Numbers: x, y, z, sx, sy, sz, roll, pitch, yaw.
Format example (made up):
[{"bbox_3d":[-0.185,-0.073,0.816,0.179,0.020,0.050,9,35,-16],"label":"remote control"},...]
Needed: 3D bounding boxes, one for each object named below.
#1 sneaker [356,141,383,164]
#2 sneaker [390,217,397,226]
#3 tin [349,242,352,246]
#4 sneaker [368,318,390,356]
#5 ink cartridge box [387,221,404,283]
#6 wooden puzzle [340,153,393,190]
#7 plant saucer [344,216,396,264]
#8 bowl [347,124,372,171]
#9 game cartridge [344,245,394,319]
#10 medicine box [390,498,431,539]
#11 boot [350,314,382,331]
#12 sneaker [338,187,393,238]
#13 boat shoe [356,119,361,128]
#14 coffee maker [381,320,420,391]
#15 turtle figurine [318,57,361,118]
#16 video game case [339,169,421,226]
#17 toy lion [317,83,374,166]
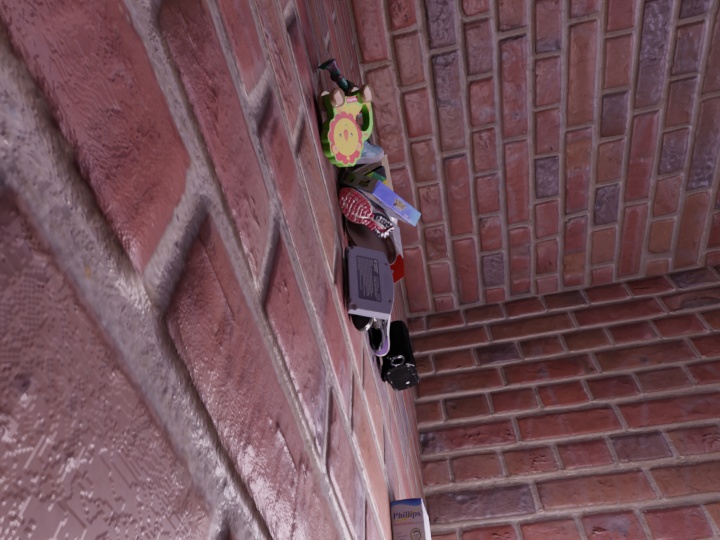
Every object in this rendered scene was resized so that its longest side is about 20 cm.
[{"bbox_3d":[0.004,-0.362,1.526,0.197,0.073,0.085,-23,130,-47],"label":"sneaker"},{"bbox_3d":[0.052,-0.173,1.813,0.197,0.076,0.103,22,-65,48],"label":"sneaker"},{"bbox_3d":[0.000,0.000,1.570,0.112,0.040,0.208,19,62,-78],"label":"tin"},{"bbox_3d":[0.059,0.168,1.704,0.088,0.073,0.207,49,32,-65],"label":"sneaker"},{"bbox_3d":[0.061,-0.032,1.642,0.047,0.158,0.205,30,40,-34],"label":"ink cartridge box"},{"bbox_3d":[0.032,-0.240,1.634,0.037,0.182,0.205,32,-35,45],"label":"wooden puzzle"},{"bbox_3d":[0.025,-0.091,1.539,0.197,0.032,0.204,32,35,-25],"label":"plant saucer"},{"bbox_3d":[-0.003,-0.365,1.715,0.201,0.088,0.208,160,-89,-88],"label":"bowl"},{"bbox_3d":[0.023,0.032,1.359,0.042,0.129,0.205,127,-31,-45],"label":"game cartridge"},{"bbox_3d":[0.156,0.811,1.545,0.185,0.099,0.205,72,11,-49],"label":"medicine box"},{"bbox_3d":[0.029,0.116,1.424,0.203,0.066,0.132,-93,156,-51],"label":"boot"},{"bbox_3d":[0.011,-0.171,1.515,0.198,0.080,0.076,38,20,-30],"label":"sneaker"},{"bbox_3d":[-0.056,-0.481,1.625,0.073,0.063,0.203,59,3,-48],"label":"boat shoe"},{"bbox_3d":[0.131,0.279,1.822,0.204,0.129,0.196,-102,-169,-45],"label":"coffee maker"},{"bbox_3d":[-0.048,-0.497,1.489,0.203,0.100,0.149,60,-15,-24],"label":"turtle figurine"},{"bbox_3d":[0.057,-0.213,1.524,0.198,0.046,0.180,31,0,-39],"label":"video game case"},{"bbox_3d":[-0.033,-0.378,1.375,0.198,0.067,0.199,-28,113,-45],"label":"toy lion"}]
